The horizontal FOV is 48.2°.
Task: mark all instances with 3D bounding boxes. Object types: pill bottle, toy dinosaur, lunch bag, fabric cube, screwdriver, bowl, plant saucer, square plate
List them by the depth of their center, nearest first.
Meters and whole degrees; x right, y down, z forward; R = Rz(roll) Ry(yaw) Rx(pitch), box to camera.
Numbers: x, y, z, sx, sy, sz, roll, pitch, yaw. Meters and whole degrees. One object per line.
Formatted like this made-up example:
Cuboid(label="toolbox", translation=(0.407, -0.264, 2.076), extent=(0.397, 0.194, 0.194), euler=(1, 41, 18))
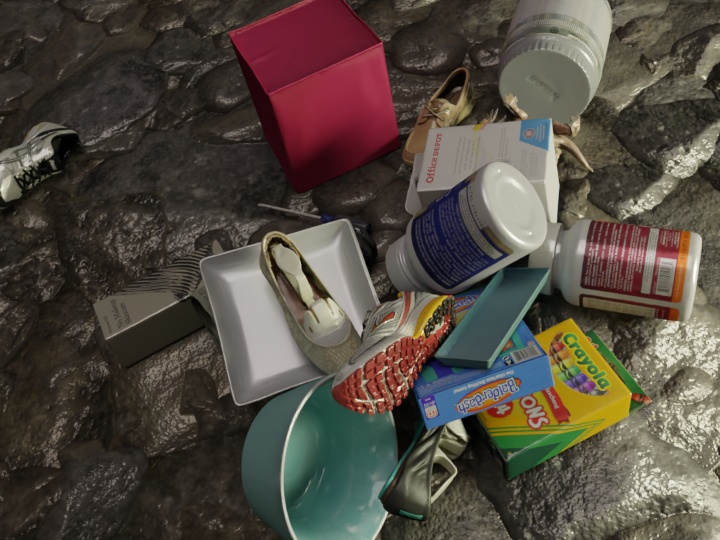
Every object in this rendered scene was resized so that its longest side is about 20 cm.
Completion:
Cuboid(label="bowl", translation=(-0.055, 0.210, 0.886), extent=(0.104, 0.202, 0.202), euler=(-2, 47, 38))
Cuboid(label="plant saucer", translation=(0.158, 0.052, 0.939), extent=(0.069, 0.019, 0.200), euler=(0, 30, 35))
Cuboid(label="square plate", translation=(-0.078, 0.048, 0.969), extent=(0.197, 0.029, 0.200), euler=(-16, 63, -9))
Cuboid(label="pill bottle", translation=(0.316, -0.005, 1.011), extent=(0.197, 0.110, 0.111), euler=(9, 53, 21))
Cuboid(label="pill bottle", translation=(0.127, -0.040, 1.028), extent=(0.199, 0.119, 0.121), euler=(-34, 33, 42))
Cuboid(label="lunch bag", translation=(-0.111, 0.057, 1.059), extent=(0.163, 0.118, 0.200), euler=(-34, 55, -17))
Cuboid(label="toy dinosaur", translation=(0.253, -0.199, 1.218), extent=(0.197, 0.136, 0.087), euler=(12, 90, -4))
Cuboid(label="screwdriver", translation=(-0.074, -0.085, 1.224), extent=(0.197, 0.029, 0.028), euler=(17, 55, 20))
Cuboid(label="fabric cube", translation=(-0.071, -0.288, 1.286), extent=(0.194, 0.201, 0.201), euler=(-25, 49, -7))

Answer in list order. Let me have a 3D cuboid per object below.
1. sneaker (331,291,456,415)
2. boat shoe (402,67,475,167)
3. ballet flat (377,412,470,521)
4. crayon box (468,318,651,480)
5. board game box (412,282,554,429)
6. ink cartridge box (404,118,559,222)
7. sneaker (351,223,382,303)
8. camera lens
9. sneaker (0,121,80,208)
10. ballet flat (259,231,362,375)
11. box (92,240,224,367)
Cuboid(label="sneaker", translation=(0.029, 0.087, 0.886), extent=(0.081, 0.079, 0.199), euler=(13, 32, 32))
Cuboid(label="boat shoe", translation=(0.122, -0.247, 1.293), extent=(0.070, 0.065, 0.201), euler=(16, 56, 25))
Cuboid(label="ballet flat", translation=(0.082, 0.205, 0.919), extent=(0.068, 0.068, 0.201), euler=(28, 44, 5))
Cuboid(label="crayon box", translation=(0.225, 0.141, 0.950), extent=(0.198, 0.051, 0.128), euler=(-26, 49, -9))
Cuboid(label="board game box", translation=(0.123, 0.093, 0.955), extent=(0.150, 0.046, 0.201), euler=(-19, 25, 0))
Cuboid(label="ink cartridge box", translation=(0.169, -0.116, 1.123), extent=(0.197, 0.126, 0.130), euler=(-1, 49, 21))
Cuboid(label="sneaker", translation=(0.000, 0.000, 1.111), extent=(0.099, 0.071, 0.200), euler=(-36, 52, -18))
Cuboid(label="camera lens", translation=(0.306, -0.349, 1.269), extent=(0.157, 0.161, 0.202), euler=(8, 52, 20))
Cuboid(label="sneaker", translation=(-0.569, -0.187, 1.406), extent=(0.086, 0.076, 0.202), euler=(11, 55, 22))
Cuboid(label="ballet flat", translation=(-0.061, 0.038, 0.923), extent=(0.067, 0.063, 0.201), euler=(-31, 66, -17))
Cuboid(label="box", translation=(-0.267, 0.046, 1.139), extent=(0.198, 0.069, 0.082), euler=(-29, 49, -12))
